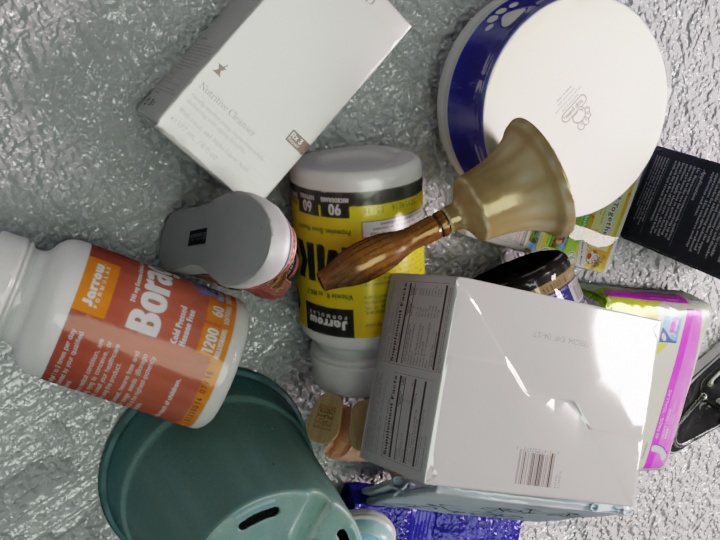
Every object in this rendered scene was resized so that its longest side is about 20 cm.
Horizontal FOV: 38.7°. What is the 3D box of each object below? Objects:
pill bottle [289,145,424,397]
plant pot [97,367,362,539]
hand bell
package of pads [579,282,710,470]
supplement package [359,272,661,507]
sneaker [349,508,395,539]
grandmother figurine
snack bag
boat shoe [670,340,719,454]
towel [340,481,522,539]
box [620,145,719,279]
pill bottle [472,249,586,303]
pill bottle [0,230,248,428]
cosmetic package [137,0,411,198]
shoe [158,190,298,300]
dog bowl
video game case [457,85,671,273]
[{"bbox_3d":[0.000,0.000,0.892,0.114,0.114,0.200,-11,110,-22],"label":"pill bottle"},{"bbox_3d":[-0.102,0.208,0.865,0.200,0.196,0.201,-8,109,-24],"label":"plant pot"},{"bbox_3d":[0.057,-0.034,0.812,0.200,0.104,0.104,-25,115,-8],"label":"hand bell"},{"bbox_3d":[0.272,0.116,1.085,0.154,0.068,0.200,5,104,-27],"label":"package of pads"},{"bbox_3d":[0.121,0.096,0.829,0.200,0.111,0.156,12,86,-25],"label":"supplement package"},{"bbox_3d":[-0.051,0.306,0.928,0.200,0.131,0.080,-33,109,10],"label":"sneaker"},{"bbox_3d":[0.017,0.160,0.947,0.200,0.121,0.061,42,67,-60],"label":"grandmother figurine"},{"bbox_3d":[0.115,0.207,0.928,0.188,0.200,0.021,10,73,-13],"label":"snack bag"},{"bbox_3d":[0.413,0.137,1.158,0.200,0.068,0.072,-42,119,-8],"label":"boat shoe"},{"bbox_3d":[0.062,0.296,1.039,0.200,0.050,0.148,10,103,-18],"label":"towel"},{"bbox_3d":[0.384,-0.038,1.012,0.148,0.200,0.105,16,99,-28],"label":"box"},{"bbox_3d":[0.179,0.090,0.978,0.112,0.112,0.200,-25,96,-16],"label":"pill bottle"},{"bbox_3d":[-0.198,0.043,0.805,0.200,0.112,0.112,21,97,-18],"label":"pill bottle"},{"bbox_3d":[-0.069,-0.163,0.826,0.113,0.081,0.200,40,88,-28],"label":"cosmetic package"},{"bbox_3d":[-0.080,-0.016,0.805,0.091,0.200,0.072,12,84,-31],"label":"shoe"},{"bbox_3d":[0.173,-0.149,0.921,0.200,0.079,0.201,-8,109,-23],"label":"dog bowl"},{"bbox_3d":[0.202,-0.110,1.005,0.182,0.023,0.200,13,99,-28],"label":"video game case"}]
